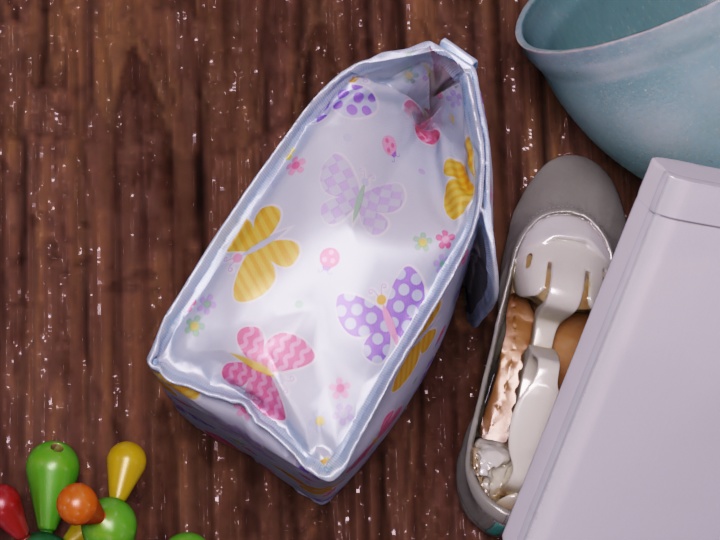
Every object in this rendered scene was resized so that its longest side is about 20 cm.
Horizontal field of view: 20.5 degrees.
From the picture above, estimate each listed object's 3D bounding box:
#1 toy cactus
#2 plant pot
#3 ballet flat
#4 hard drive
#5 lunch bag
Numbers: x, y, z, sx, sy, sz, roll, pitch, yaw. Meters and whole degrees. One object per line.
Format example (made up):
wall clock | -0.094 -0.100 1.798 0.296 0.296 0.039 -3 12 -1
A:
toy cactus | -0.136 0.182 0.941 0.165 0.102 0.201 -37 74 10
plant pot | 0.193 -0.105 0.975 0.199 0.200 0.135 -33 109 -8
ballet flat | 0.096 0.035 0.996 0.067 0.064 0.202 15 79 0
hard drive | 0.158 0.052 0.940 0.131 0.027 0.202 8 114 -27
lunch bag | 0.000 0.000 0.943 0.126 0.170 0.201 30 79 4
